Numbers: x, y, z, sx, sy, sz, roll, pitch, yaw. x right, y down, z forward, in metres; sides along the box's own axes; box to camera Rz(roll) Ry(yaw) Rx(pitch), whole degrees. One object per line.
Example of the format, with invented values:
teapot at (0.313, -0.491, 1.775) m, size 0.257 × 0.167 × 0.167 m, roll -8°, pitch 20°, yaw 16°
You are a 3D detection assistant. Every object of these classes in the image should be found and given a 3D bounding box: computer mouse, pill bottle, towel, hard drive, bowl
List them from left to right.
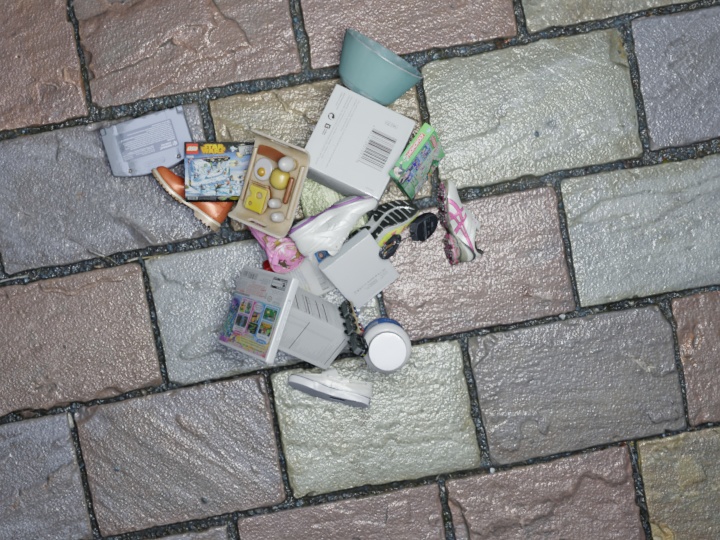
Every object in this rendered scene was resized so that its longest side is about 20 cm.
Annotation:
towel at (-0.072, -0.168, 1.752) m, size 0.148 × 0.036 × 0.200 m, roll -16°, pitch 93°, yaw 0°
hard drive at (0.000, 0.000, 1.692) m, size 0.132 × 0.200 × 0.027 m, roll -38°, pitch 54°, yaw 0°
bowl at (0.029, -0.444, 1.681) m, size 0.201 × 0.201 × 0.105 m, roll 33°, pitch 111°, yaw -2°
pill bottle at (0.057, 0.169, 1.686) m, size 0.112 × 0.200 × 0.112 m, roll 0°, pitch 93°, yaw -1°
computer mouse at (0.107, -0.081, 1.715) m, size 0.200 × 0.034 × 0.059 m, roll -31°, pitch 130°, yaw -37°

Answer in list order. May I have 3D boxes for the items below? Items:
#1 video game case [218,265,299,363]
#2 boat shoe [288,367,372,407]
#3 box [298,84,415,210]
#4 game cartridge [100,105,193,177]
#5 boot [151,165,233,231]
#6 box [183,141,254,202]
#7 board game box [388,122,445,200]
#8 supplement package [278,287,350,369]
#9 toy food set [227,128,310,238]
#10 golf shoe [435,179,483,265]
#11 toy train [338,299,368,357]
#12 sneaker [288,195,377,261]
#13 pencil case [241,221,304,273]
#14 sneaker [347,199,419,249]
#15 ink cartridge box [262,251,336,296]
video game case at (-0.220, 0.089, 1.596) m, size 0.024 × 0.200 × 0.182 m, roll 21°, pitch 84°, yaw -40°
boat shoe at (-0.068, 0.264, 1.761) m, size 0.200 × 0.071 × 0.070 m, roll 14°, pitch 65°, yaw 2°
box at (-0.009, -0.272, 1.675) m, size 0.200 × 0.131 × 0.199 m, roll 25°, pitch 83°, yaw 1°
game cartridge at (-0.489, -0.292, 1.740) m, size 0.200 × 0.040 × 0.134 m, roll -16°, pitch 89°, yaw 0°
boot at (-0.383, -0.191, 1.730) m, size 0.200 × 0.075 × 0.107 m, roll 38°, pitch 88°, yaw -12°
box at (-0.299, -0.224, 1.702) m, size 0.200 × 0.040 × 0.137 m, roll -1°, pitch 71°, yaw -13°
board game box at (0.129, -0.238, 1.672) m, size 0.029 × 0.200 × 0.135 m, roll 35°, pitch 91°, yaw 15°
supplement package at (-0.135, 0.117, 1.675) m, size 0.200 × 0.110 × 0.114 m, roll 28°, pitch 111°, yaw -29°
toy food set at (-0.201, -0.186, 1.605) m, size 0.143 × 0.060 × 0.200 m, roll 23°, pitch 104°, yaw 20°
golf shoe at (0.230, -0.118, 1.745) m, size 0.092 × 0.073 × 0.200 m, roll -14°, pitch 102°, yaw -7°
toy train at (-0.013, 0.125, 1.648) m, size 0.046 × 0.200 × 0.034 m, roll 31°, pitch 110°, yaw -25°
sneaker at (-0.048, -0.092, 1.602) m, size 0.200 × 0.075 × 0.100 m, roll -27°, pitch 103°, yaw 3°
pencil case at (-0.199, -0.077, 1.678) m, size 0.086 × 0.083 × 0.200 m, roll -32°, pitch 48°, yaw -9°
sneaker at (0.056, -0.087, 1.746) m, size 0.200 × 0.090 × 0.078 m, roll -36°, pitch 53°, yaw -15°
ink cartridge box at (-0.147, 0.013, 1.727) m, size 0.200 × 0.067 × 0.116 m, roll -24°, pitch 112°, yaw 0°
